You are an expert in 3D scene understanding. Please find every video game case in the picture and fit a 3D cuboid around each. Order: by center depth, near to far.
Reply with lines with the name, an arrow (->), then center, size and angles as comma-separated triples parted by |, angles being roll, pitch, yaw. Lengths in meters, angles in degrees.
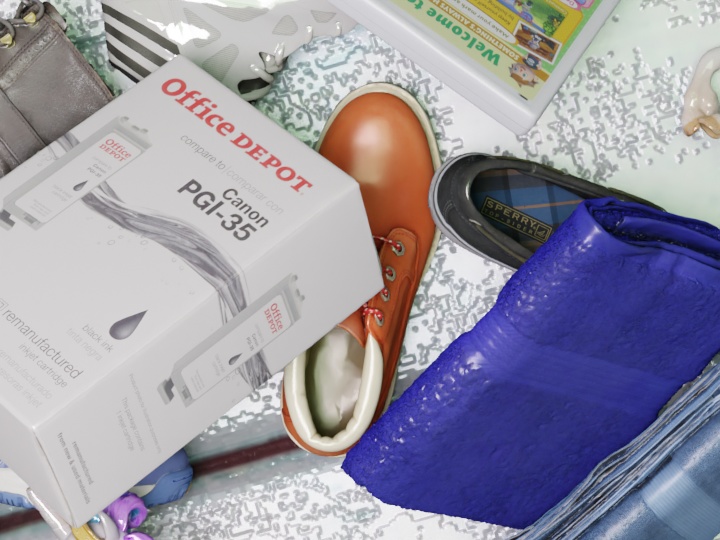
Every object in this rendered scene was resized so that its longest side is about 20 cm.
video game case -> 0.043, -0.183, 1.278 | 0.200, 0.022, 0.182 | 35, 53, 1

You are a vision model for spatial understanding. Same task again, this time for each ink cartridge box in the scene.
ink cartridge box -> -0.111, 0.004, 1.214 | 0.200, 0.083, 0.147 | -38, 52, -20

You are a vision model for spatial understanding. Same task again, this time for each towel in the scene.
towel -> 0.097, 0.046, 1.257 | 0.200, 0.148, 0.050 | -48, 47, 26
towel -> 0.154, 0.118, 1.294 | 0.200, 0.112, 0.049 | -43, 60, 4

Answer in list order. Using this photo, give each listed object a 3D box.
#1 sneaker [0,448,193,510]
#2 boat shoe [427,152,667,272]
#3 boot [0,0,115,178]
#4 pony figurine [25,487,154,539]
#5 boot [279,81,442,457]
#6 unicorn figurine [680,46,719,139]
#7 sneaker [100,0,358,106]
sneaker -> -0.184, 0.076, 1.318 | 0.200, 0.075, 0.088 | 8, 91, 1
boat shoe -> 0.131, -0.008, 1.299 | 0.200, 0.057, 0.069 | 20, 84, -10
boot -> -0.219, -0.075, 1.264 | 0.174, 0.069, 0.200 | -47, 110, -12
pony figurine -> -0.102, 0.216, 1.260 | 0.193, 0.167, 0.200 | 20, 99, 9
boot -> 0.000, 0.000, 1.295 | 0.075, 0.107, 0.200 | 8, 90, 3
unicorn figurine -> 0.235, -0.109, 1.307 | 0.200, 0.074, 0.137 | 42, 83, -14
sneaker -> -0.038, -0.128, 1.322 | 0.200, 0.076, 0.115 | 2, 108, -1
